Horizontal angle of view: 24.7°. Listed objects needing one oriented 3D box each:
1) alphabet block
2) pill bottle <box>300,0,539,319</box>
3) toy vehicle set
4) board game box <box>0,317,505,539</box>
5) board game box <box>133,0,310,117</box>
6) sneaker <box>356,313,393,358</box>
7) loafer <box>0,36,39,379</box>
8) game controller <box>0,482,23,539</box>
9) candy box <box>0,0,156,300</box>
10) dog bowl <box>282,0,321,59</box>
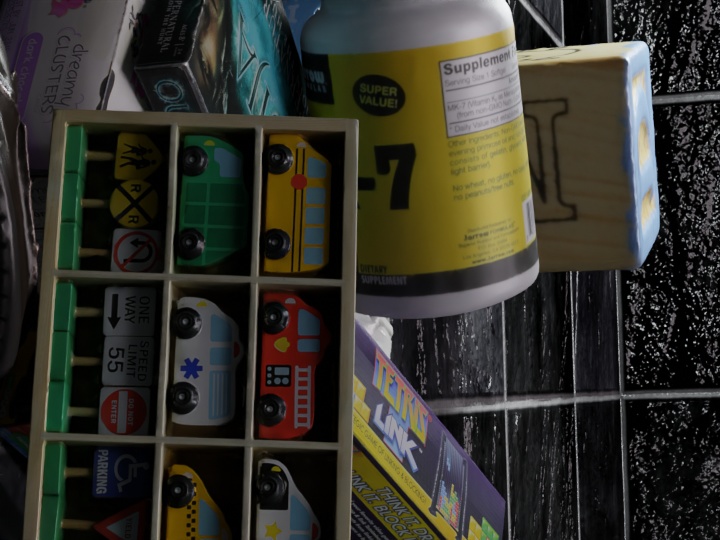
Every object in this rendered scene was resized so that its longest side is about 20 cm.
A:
[{"bbox_3d":[0.173,-0.109,1.571,0.195,0.199,0.198,-35,121,-72],"label":"alphabet block"},{"bbox_3d":[0.029,-0.085,0.869,0.114,0.114,0.201,-47,131,-68],"label":"pill bottle"},{"bbox_3d":[-0.064,0.037,0.644,0.027,0.123,0.201,91,0,-76],"label":"toy vehicle set"},{"bbox_3d":[-0.046,0.092,0.774,0.200,0.164,0.057,53,35,-42],"label":"board game box"},{"bbox_3d":[-0.056,-0.074,0.821,0.201,0.028,0.136,71,21,-47],"label":"board game box"},{"bbox_3d":[0.000,0.000,1.042,0.075,0.088,0.201,69,2,-62],"label":"sneaker"},{"bbox_3d":[-0.157,-0.054,0.643,0.071,0.073,0.201,-29,116,-71],"label":"loafer"},{"bbox_3d":[-0.157,0.162,0.694,0.105,0.042,0.201,-63,149,-33],"label":"game controller"},{"bbox_3d":[-0.111,-0.056,0.807,0.200,0.071,0.169,65,27,-54],"label":"candy box"},{"bbox_3d":[-0.021,-0.098,1.015,0.200,0.049,0.112,-120,-164,-46],"label":"dog bowl"}]
